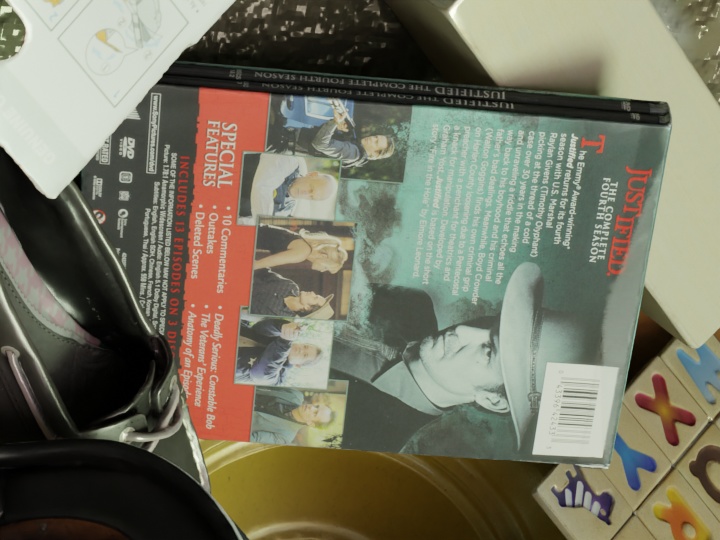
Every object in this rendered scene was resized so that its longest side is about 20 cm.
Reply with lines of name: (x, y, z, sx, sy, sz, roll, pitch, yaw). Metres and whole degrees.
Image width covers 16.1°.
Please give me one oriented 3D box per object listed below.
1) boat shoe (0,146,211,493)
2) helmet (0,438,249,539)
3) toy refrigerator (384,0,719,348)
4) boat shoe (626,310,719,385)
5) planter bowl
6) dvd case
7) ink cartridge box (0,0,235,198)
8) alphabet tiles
boat shoe: (-0.099, 0.023, 0.845, 0.200, 0.057, 0.067, 58, 45, -25)
helmet: (-0.117, 0.149, 0.788, 0.190, 0.200, 0.201, 5, 112, -41)
toy refrigerator: (0.084, -0.066, 0.935, 0.070, 0.076, 0.200, -44, 129, -4)
boat shoe: (0.158, 0.075, 1.059, 0.200, 0.070, 0.071, 35, 79, -20)
planter bowl: (-0.015, 0.132, 0.947, 0.200, 0.201, 0.084, -26, 162, -18)
dvd case: (0.000, 0.000, 0.890, 0.199, 0.022, 0.147, 4, 121, -3)
ink cartridge box: (-0.082, -0.150, 0.785, 0.200, 0.057, 0.163, -47, 131, -9)
alphabet tiles: (0.132, 0.129, 0.946, 0.167, 0.008, 0.200, 51, 45, -2)
